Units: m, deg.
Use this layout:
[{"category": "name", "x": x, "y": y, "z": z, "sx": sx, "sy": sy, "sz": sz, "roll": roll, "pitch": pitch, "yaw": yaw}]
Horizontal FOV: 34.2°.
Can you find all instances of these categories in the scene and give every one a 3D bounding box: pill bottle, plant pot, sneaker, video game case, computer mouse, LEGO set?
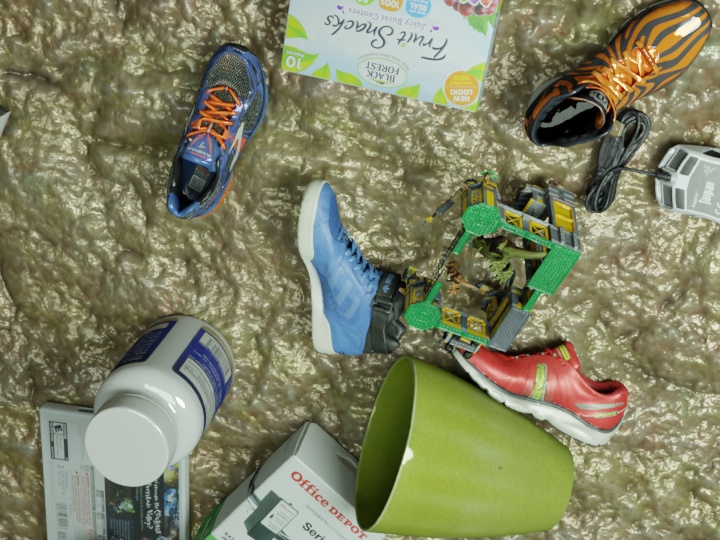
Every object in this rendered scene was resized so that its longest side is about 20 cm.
[{"category": "pill bottle", "x": -0.216, "y": 0.140, "z": 1.251, "sx": 0.119, "sy": 0.200, "sz": 0.121, "roll": 4, "pitch": 112, "yaw": 10}, {"category": "plant pot", "x": 0.117, "y": 0.205, "z": 1.239, "sx": 0.198, "sy": 0.187, "sz": 0.188, "roll": 16, "pitch": 114, "yaw": -11}, {"category": "sneaker", "x": -0.149, "y": -0.135, "z": 1.197, "sx": 0.075, "sy": 0.079, "sz": 0.201, "roll": 20, "pitch": 114, "yaw": 2}, {"category": "sneaker", "x": 0.192, "y": 0.108, "z": 1.238, "sx": 0.199, "sy": 0.077, "sz": 0.085, "roll": 25, "pitch": 103, "yaw": -7}, {"category": "video game case", "x": -0.294, "y": 0.261, "z": 1.412, "sx": 0.180, "sy": 0.023, "sz": 0.202, "roll": 6, "pitch": 111, "yaw": 9}, {"category": "computer mouse", "x": 0.328, "y": -0.085, "z": 1.145, "sx": 0.198, "sy": 0.044, "sz": 0.111, "roll": 17, "pitch": 109, "yaw": 10}, {"category": "sneaker", "x": 0.241, "y": -0.172, "z": 1.088, "sx": 0.200, "sy": 0.112, "sz": 0.078, "roll": -37, "pitch": 101, "yaw": 21}, {"category": "sneaker", "x": 0.000, "y": -0.001, "z": 1.219, "sx": 0.110, "sy": 0.077, "sz": 0.202, "roll": 3, "pitch": 116, "yaw": 16}, {"category": "LEGO set", "x": 0.129, "y": -0.022, "z": 1.167, "sx": 0.153, "sy": 0.116, "sz": 0.201, "roll": 14, "pitch": 129, "yaw": -7}]

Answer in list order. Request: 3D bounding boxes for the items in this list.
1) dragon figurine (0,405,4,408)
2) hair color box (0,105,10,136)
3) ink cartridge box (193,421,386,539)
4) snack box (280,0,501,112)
[{"category": "dragon figurine", "x": -0.482, "y": 0.238, "z": 1.418, "sx": 0.058, "sy": 0.099, "sz": 0.201, "roll": 23, "pitch": 95, "yaw": 3}, {"category": "hair color box", "x": -0.457, "y": -0.091, "z": 1.263, "sx": 0.061, "sy": 0.102, "sz": 0.201, "roll": 30, "pitch": 113, "yaw": -2}, {"category": "ink cartridge box", "x": -0.078, "y": 0.295, "z": 1.348, "sx": 0.146, "sy": 0.083, "sz": 0.200, "roll": 41, "pitch": 112, "yaw": -7}, {"category": "snack box", "x": 0.032, "y": -0.246, "z": 1.132, "sx": 0.198, "sy": 0.053, "sz": 0.143, "roll": 13, "pitch": 114, "yaw": 6}]
